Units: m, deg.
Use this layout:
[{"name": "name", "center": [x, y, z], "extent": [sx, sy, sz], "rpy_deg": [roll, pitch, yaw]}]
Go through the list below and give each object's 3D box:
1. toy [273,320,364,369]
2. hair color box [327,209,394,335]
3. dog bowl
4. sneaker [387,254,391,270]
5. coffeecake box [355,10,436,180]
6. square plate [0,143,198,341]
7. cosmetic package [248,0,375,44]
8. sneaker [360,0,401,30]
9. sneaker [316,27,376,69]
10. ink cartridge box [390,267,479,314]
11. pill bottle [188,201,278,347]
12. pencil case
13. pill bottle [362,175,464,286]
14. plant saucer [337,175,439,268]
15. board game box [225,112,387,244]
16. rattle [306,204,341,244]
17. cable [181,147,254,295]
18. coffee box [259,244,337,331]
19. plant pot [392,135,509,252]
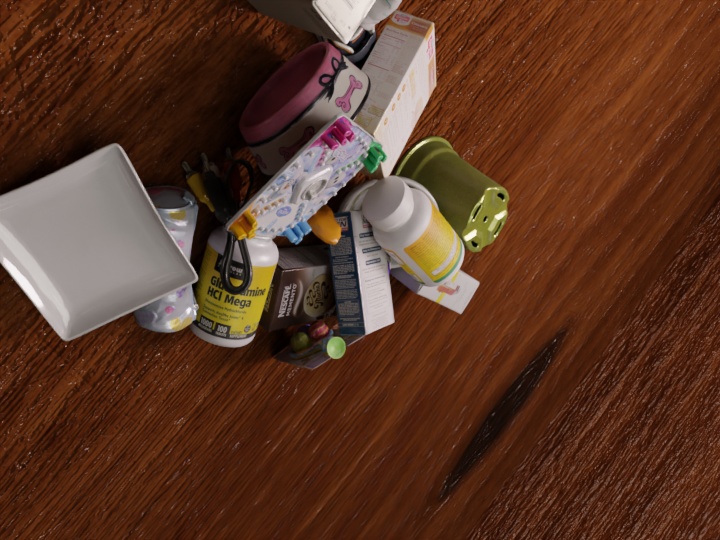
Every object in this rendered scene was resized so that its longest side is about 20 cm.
[{"name": "toy", "center": [-0.087, 0.124, 1.042], "extent": [0.114, 0.199, 0.048], "rpy_deg": [-30, 105, -25]}, {"name": "hair color box", "center": [0.000, 0.000, 0.983], "extent": [0.099, 0.059, 0.206], "rpy_deg": [-13, 98, -56]}, {"name": "dog bowl", "center": [-0.084, -0.225, 0.779], "extent": [0.201, 0.199, 0.074], "rpy_deg": [-50, 123, -7]}, {"name": "sneaker", "center": [0.015, 0.051, 1.098], "extent": [0.068, 0.101, 0.203], "rpy_deg": [9, 140, -2]}, {"name": "coffeecake box", "center": [0.046, -0.269, 0.902], "extent": [0.203, 0.072, 0.154], "rpy_deg": [-62, 164, -12]}, {"name": "square plate", "center": [-0.333, -0.031, 0.705], "extent": [0.194, 0.029, 0.203], "rpy_deg": [-24, 122, -2]}, {"name": "cosmetic package", "center": [-0.066, -0.356, 0.687], "extent": [0.107, 0.199, 0.071], "rpy_deg": [-56, 140, 2]}, {"name": "sneaker", "center": [0.004, -0.433, 0.753], "extent": [0.070, 0.079, 0.205], "rpy_deg": [-33, 105, -51]}, {"name": "sneaker", "center": [-0.015, -0.337, 0.855], "extent": [0.079, 0.079, 0.200], "rpy_deg": [-52, 143, -6]}, {"name": "ink cartridge box", "center": [0.140, 0.003, 1.206], "extent": [0.198, 0.144, 0.085], "rpy_deg": [25, 100, -51]}, {"name": "pill bottle", "center": [-0.191, 0.004, 0.880], "extent": [0.111, 0.112, 0.204], "rpy_deg": [1, 116, -46]}, {"name": "pencil case", "center": [-0.273, -0.014, 0.797], "extent": [0.084, 0.088, 0.205], "rpy_deg": [-70, 170, -63]}, {"name": "pill bottle", "center": [0.088, -0.066, 0.968], "extent": [0.114, 0.112, 0.199], "rpy_deg": [-52, 133, -3]}, {"name": "plant saucer", "center": [0.050, -0.097, 1.070], "extent": [0.194, 0.051, 0.204], "rpy_deg": [-1, 129, -1]}, {"name": "board game box", "center": [-0.061, -0.109, 0.761], "extent": [0.199, 0.026, 0.199], "rpy_deg": [-41, 170, 13]}, {"name": "rattle", "center": [-0.052, -0.171, 0.890], "extent": [0.129, 0.143, 0.202], "rpy_deg": [27, 103, -33]}, {"name": "cable", "center": [-0.177, -0.073, 0.803], "extent": [0.095, 0.050, 0.205], "rpy_deg": [-18, 96, -5]}, {"name": "coffee box", "center": [-0.099, 0.025, 1.009], "extent": [0.197, 0.079, 0.116], "rpy_deg": [-9, 123, -48]}, {"name": "plant pot", "center": [0.184, -0.136, 1.122], "extent": [0.198, 0.183, 0.205], "rpy_deg": [-26, 133, -32]}]
